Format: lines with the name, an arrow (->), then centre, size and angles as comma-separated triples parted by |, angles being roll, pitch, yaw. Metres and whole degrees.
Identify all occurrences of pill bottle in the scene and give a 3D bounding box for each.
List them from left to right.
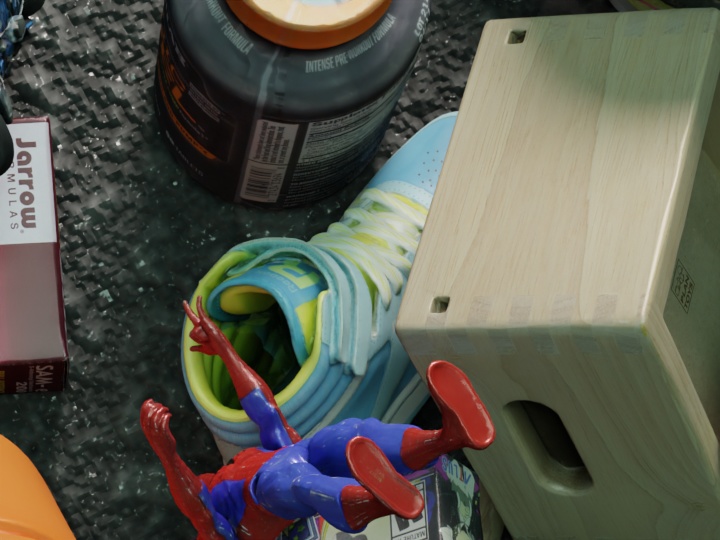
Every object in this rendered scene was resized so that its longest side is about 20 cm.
pill bottle -> -0.028, -0.100, 1.178 | 0.106, 0.200, 0.106 | 2, 75, -6

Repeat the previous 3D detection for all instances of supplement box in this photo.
supplement box -> -0.224, -0.001, 1.204 | 0.200, 0.061, 0.109 | -4, 76, -8

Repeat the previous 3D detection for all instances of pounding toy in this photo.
pounding toy -> 0.087, 0.031, 1.171 | 0.142, 0.200, 0.184 | -1, 52, 25

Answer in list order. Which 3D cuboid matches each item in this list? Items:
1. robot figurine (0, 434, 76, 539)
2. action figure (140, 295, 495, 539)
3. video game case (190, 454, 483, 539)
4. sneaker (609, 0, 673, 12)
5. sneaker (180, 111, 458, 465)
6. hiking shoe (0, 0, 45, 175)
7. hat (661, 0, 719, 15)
robot figurine -> -0.158, 0.132, 1.115 | 0.116, 0.200, 0.144 | 17, 106, -26
action figure -> -0.036, 0.054, 1.059 | 0.065, 0.200, 0.099 | -40, 94, -27
video game case -> -0.039, 0.181, 1.109 | 0.200, 0.036, 0.182 | -22, 54, 27
sneaker -> 0.102, -0.186, 1.240 | 0.078, 0.090, 0.200 | -42, 103, 2
sneaker -> 0.000, 0.000, 1.187 | 0.079, 0.131, 0.200 | 22, 73, 24
hiking shoe -> -0.167, -0.104, 1.184 | 0.087, 0.074, 0.200 | -20, 39, -13
hat -> 0.151, -0.144, 1.152 | 0.200, 0.201, 0.081 | 11, 120, -7
